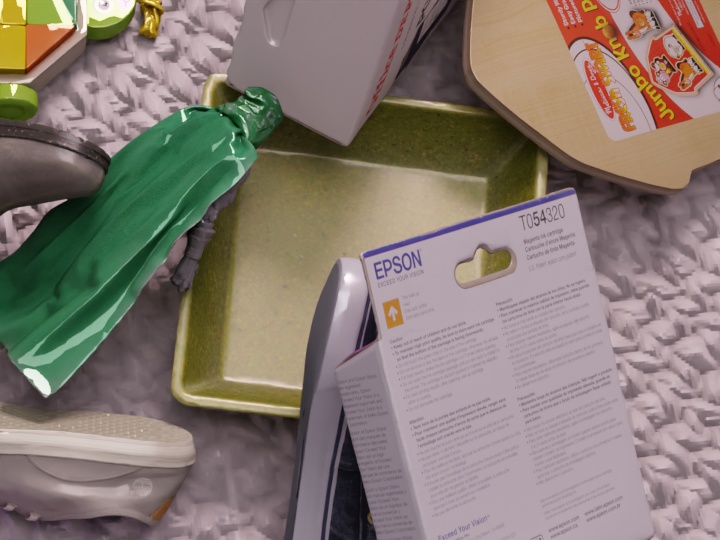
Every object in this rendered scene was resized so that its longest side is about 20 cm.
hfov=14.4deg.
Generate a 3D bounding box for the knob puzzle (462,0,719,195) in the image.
[{"bbox_3d":[0.136,-0.130,1.650,0.219,0.030,0.220,12,63,-25],"label":"knob puzzle"}]

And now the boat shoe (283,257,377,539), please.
[{"bbox_3d":[0.013,0.090,1.503,0.091,0.071,0.201,6,111,-6],"label":"boat shoe"}]

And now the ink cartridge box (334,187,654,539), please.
[{"bbox_3d":[0.068,0.072,1.487,0.196,0.043,0.201,-16,93,-50],"label":"ink cartridge box"}]

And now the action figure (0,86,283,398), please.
[{"bbox_3d":[-0.118,-0.026,1.543,0.200,0.055,0.118,-44,48,0],"label":"action figure"}]

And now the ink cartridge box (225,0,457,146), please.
[{"bbox_3d":[0.017,-0.188,1.588,0.084,0.145,0.200,29,50,8],"label":"ink cartridge box"}]

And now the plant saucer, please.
[{"bbox_3d":[0.000,0.000,1.592,0.199,0.048,0.200,7,67,-5],"label":"plant saucer"}]

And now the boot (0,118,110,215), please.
[{"bbox_3d":[-0.231,-0.008,1.533,0.199,0.068,0.131,-3,68,19],"label":"boot"}]

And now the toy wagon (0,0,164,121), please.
[{"bbox_3d":[-0.212,-0.162,1.630,0.199,0.040,0.156,1,68,-8],"label":"toy wagon"}]

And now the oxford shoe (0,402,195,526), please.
[{"bbox_3d":[-0.189,0.102,1.516,0.199,0.075,0.058,8,103,-4],"label":"oxford shoe"}]
